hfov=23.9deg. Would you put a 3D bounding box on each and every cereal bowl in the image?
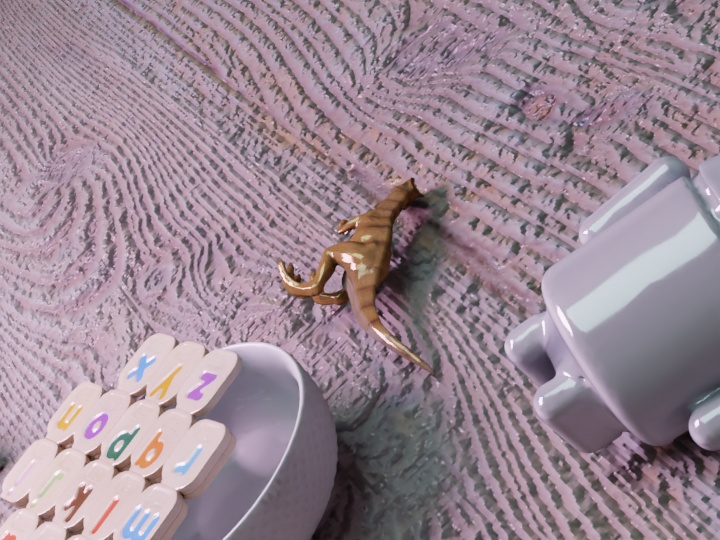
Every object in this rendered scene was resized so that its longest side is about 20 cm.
[{"bbox_3d":[-0.091,0.147,1.075,0.200,0.083,0.201,-30,32,21],"label":"cereal bowl"}]

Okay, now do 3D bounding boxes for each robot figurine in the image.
[{"bbox_3d":[0.176,0.014,0.900,0.200,0.113,0.170,-35,54,13],"label":"robot figurine"}]

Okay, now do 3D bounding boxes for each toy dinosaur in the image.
[{"bbox_3d":[0.000,0.000,1.177,0.106,0.060,0.201,-23,36,27],"label":"toy dinosaur"}]

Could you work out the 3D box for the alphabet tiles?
[{"bbox_3d":[-0.159,0.126,1.085,0.200,0.015,0.196,9,58,53],"label":"alphabet tiles"}]
